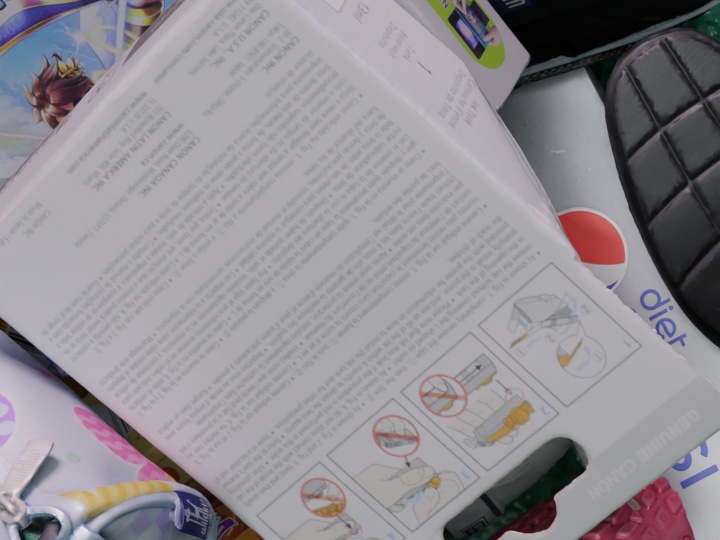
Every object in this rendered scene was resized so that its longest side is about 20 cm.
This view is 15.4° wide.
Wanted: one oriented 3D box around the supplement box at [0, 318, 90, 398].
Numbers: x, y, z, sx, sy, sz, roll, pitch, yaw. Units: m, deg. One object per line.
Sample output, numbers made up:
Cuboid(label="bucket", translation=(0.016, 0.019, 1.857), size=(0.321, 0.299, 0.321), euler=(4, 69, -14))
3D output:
Cuboid(label="supplement box", translation=(-0.159, -0.011, 0.977), size=(0.200, 0.067, 0.069), euler=(21, 95, 8))

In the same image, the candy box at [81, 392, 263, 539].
Cuboid(label="candy box", translation=(-0.087, 0.115, 0.942), size=(0.200, 0.056, 0.117), euler=(-40, 126, 5))

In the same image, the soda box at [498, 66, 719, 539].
Cuboid(label="soda box", translation=(0.097, 0.027, 0.942), size=(0.068, 0.063, 0.200), euler=(-29, 86, 8))

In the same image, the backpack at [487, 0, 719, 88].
Cuboid(label="backpack", translation=(0.009, -0.143, 0.893), size=(0.200, 0.151, 0.178), euler=(-23, 125, 20))

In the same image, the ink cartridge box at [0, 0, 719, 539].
Cuboid(label="ink cartridge box", translation=(-0.006, 0.009, 0.822), size=(0.200, 0.057, 0.163), euler=(39, 125, -13))

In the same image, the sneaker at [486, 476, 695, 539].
Cuboid(label="sneaker", translation=(0.052, 0.131, 0.910), size=(0.075, 0.081, 0.200), euler=(54, 138, 6))

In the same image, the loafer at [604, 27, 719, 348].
Cuboid(label="loafer", translation=(0.146, 0.000, 0.903), size=(0.073, 0.072, 0.200), euler=(-33, 105, 9))

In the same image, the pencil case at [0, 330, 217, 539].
Cuboid(label="pencil case", translation=(-0.138, 0.054, 0.865), size=(0.200, 0.091, 0.083), euler=(37, 96, 33))

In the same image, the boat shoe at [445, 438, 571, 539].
Cuboid(label="boat shoe", translation=(0.000, 0.000, 0.959), size=(0.065, 0.074, 0.200), euler=(-37, 95, 1))

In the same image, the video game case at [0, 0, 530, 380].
Cuboid(label="video game case", translation=(-0.079, -0.081, 0.845), size=(0.200, 0.045, 0.181), euler=(-31, 104, 31))
